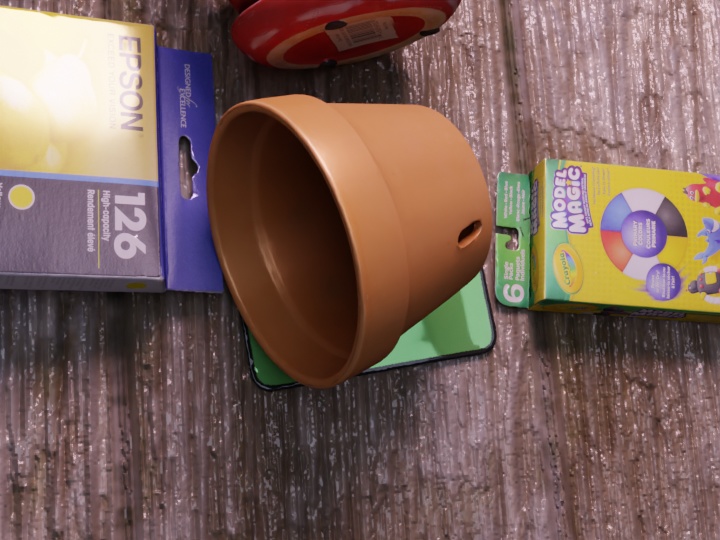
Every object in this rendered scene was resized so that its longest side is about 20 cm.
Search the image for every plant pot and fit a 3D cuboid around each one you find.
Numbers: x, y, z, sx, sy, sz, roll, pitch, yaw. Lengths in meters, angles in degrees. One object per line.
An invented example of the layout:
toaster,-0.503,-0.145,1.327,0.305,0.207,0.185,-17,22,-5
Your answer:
plant pot,-0.028,-0.255,0.858,0.199,0.200,0.184,-11,88,-13
plant pot,-0.001,-0.035,0.823,0.139,0.200,0.202,-20,83,-30

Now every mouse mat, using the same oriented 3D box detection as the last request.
mouse mat,0.000,0.000,0.907,0.198,0.008,0.163,-9,80,-11

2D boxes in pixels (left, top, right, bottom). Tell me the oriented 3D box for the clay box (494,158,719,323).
clay box,0.208,-0.023,0.930,0.198,0.048,0.116,4,78,-11

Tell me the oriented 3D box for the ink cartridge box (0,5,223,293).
ink cartridge box,-0.193,-0.085,0.841,0.198,0.047,0.200,1,75,-22
